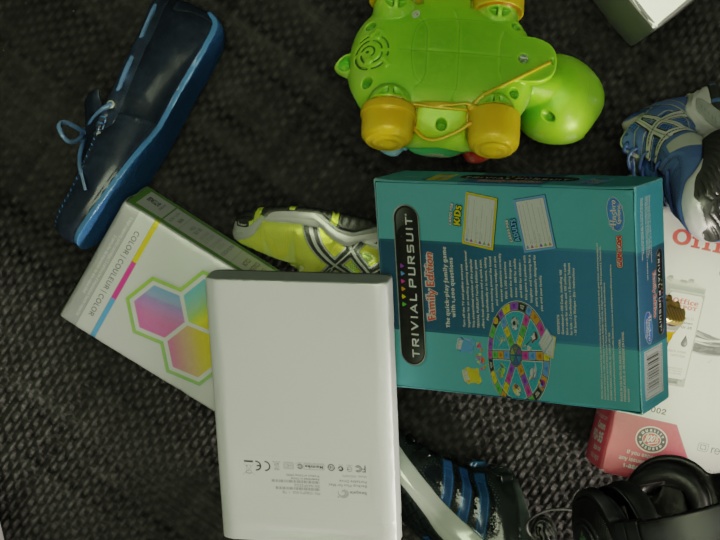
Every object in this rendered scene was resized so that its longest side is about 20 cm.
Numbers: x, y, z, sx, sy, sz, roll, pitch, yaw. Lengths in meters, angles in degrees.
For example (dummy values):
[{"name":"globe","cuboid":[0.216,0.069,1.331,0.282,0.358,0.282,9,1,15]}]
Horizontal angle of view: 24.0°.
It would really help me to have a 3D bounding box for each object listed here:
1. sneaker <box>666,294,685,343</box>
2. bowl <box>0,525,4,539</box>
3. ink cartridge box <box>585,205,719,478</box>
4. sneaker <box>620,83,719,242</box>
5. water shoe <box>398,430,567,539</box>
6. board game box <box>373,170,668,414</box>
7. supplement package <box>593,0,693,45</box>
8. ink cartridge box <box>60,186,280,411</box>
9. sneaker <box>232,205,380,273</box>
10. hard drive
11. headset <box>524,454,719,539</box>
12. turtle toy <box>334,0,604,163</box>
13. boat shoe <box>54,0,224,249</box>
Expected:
[{"name":"sneaker","cuboid":[0.138,0.014,1.220,0.200,0.075,0.090,44,110,42]},{"name":"bowl","cuboid":[-0.354,0.250,1.269,0.199,0.075,0.200,-6,91,1]},{"name":"ink cartridge box","cuboid":[0.260,0.061,1.248,0.146,0.083,0.200,12,92,2]},{"name":"sneaker","cuboid":[0.226,-0.069,1.199,0.077,0.200,0.076,-10,111,12]},{"name":"water shoe","cuboid":[0.076,0.170,1.272,0.200,0.071,0.079,47,69,-4]},{"name":"board game box","cuboid":[0.108,0.010,1.158,0.200,0.047,0.151,4,103,34]},{"name":"supplement package","cuboid":[0.244,-0.273,1.220,0.200,0.121,0.120,-39,91,2]},{"name":"ink cartridge box","cuboid":[-0.107,0.037,1.253,0.200,0.059,0.104,32,107,0]},{"name":"sneaker","cuboid":[0.000,0.000,1.256,0.200,0.075,0.076,14,92,2]},{"name":"hard drive","cuboid":[-0.039,0.099,1.212,0.132,0.026,0.200,1,107,13]},{"name":"headset","cuboid":[0.196,0.183,1.167,0.200,0.123,0.094,-13,92,46]},{"name":"turtle toy","cuboid":[0.080,-0.136,1.235,0.200,0.101,0.146,5,68,-1]},{"name":"boat shoe","cuboid":[-0.175,-0.111,1.263,0.069,0.084,0.200,29,75,7]}]
